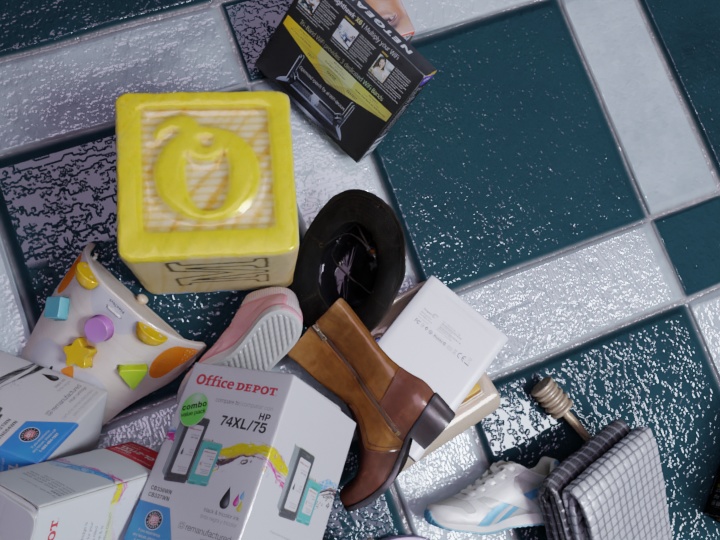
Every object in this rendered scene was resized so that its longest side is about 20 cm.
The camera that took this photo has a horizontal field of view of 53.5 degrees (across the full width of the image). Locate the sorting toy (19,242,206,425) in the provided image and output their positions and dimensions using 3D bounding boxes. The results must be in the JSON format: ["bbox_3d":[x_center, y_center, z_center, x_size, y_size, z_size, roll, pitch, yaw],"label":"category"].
[{"bbox_3d":[-0.329,0.099,0.877,0.200,0.107,0.180,41,96,1],"label":"sorting toy"}]

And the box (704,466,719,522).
[{"bbox_3d":[0.538,0.259,0.911,0.049,0.200,0.160,29,76,-1],"label":"box"}]

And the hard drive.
[{"bbox_3d":[0.081,0.124,0.923,0.132,0.027,0.200,39,75,4],"label":"hard drive"}]

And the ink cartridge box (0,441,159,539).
[{"bbox_3d":[-0.290,0.269,0.725,0.082,0.200,0.147,17,93,24],"label":"ink cartridge box"}]

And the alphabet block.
[{"bbox_3d":[-0.179,-0.085,0.863,0.195,0.200,0.197,-5,79,-9],"label":"alphabet block"}]

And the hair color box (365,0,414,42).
[{"bbox_3d":[-0.015,-0.398,1.020,0.110,0.064,0.201,-23,85,-12],"label":"hair color box"}]

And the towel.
[{"bbox_3d":[0.309,0.311,0.890,0.165,0.085,0.201,-25,106,-34],"label":"towel"}]

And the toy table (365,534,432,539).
[{"bbox_3d":[0.035,0.403,0.852,0.199,0.117,0.184,-36,87,-14],"label":"toy table"}]

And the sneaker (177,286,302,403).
[{"bbox_3d":[-0.148,0.098,0.910,0.200,0.105,0.075,-42,111,15],"label":"sneaker"}]

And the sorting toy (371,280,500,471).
[{"bbox_3d":[0.067,0.139,0.946,0.184,0.036,0.201,-29,85,-13],"label":"sorting toy"}]

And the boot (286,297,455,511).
[{"bbox_3d":[-0.017,0.164,0.856,0.200,0.068,0.189,42,112,7],"label":"boot"}]

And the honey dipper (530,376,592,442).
[{"bbox_3d":[0.309,0.230,0.967,0.038,0.038,0.200,-41,90,-13],"label":"honey dipper"}]

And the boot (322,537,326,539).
[{"bbox_3d":[-0.063,0.296,0.824,0.165,0.200,0.066,-51,134,-4],"label":"boot"}]

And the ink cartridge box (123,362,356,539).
[{"bbox_3d":[-0.121,0.223,0.772,0.146,0.146,0.201,1,61,32],"label":"ink cartridge box"}]

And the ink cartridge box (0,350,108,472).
[{"bbox_3d":[-0.410,0.167,0.793,0.199,0.146,0.085,20,114,2],"label":"ink cartridge box"}]

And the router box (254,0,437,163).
[{"bbox_3d":[-0.023,-0.270,0.951,0.200,0.157,0.052,44,34,1],"label":"router box"}]

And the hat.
[{"bbox_3d":[0.000,0.000,0.931,0.081,0.200,0.202,9,74,-51],"label":"hat"}]

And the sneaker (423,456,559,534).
[{"bbox_3d":[0.172,0.289,0.917,0.198,0.076,0.081,-3,82,-19],"label":"sneaker"}]
